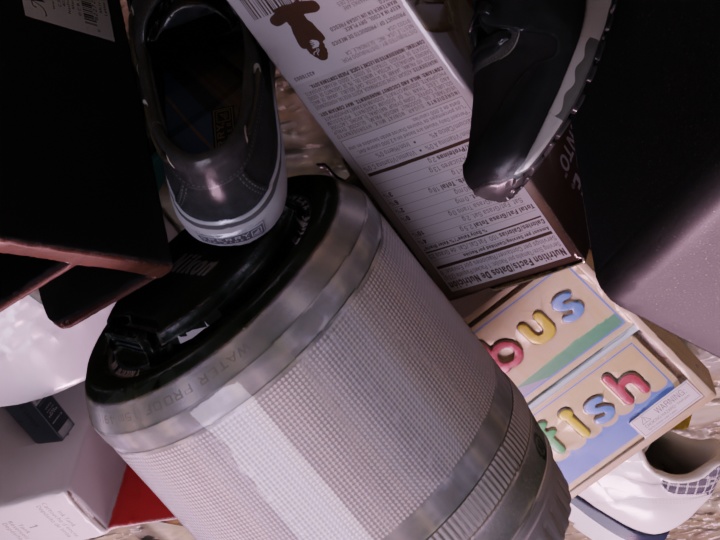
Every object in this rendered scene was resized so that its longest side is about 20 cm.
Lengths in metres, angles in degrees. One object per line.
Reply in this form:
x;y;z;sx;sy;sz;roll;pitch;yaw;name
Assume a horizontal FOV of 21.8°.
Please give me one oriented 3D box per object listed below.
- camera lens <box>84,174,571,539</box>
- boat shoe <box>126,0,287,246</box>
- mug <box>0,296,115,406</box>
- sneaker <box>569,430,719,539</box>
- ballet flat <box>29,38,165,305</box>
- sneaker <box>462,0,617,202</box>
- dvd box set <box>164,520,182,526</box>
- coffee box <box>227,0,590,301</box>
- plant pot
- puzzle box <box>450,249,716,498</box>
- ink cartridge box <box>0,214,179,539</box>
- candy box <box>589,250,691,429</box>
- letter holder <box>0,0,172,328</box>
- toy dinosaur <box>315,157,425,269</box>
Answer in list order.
-0.016;0.070;0.857;0.159;0.161;0.200;-24;115;35;camera lens
-0.069;-0.104;0.822;0.068;0.202;0.057;-15;144;2;boat shoe
-0.217;-0.038;0.965;0.198;0.148;0.177;-14;124;12;mug
0.107;0.081;1.043;0.198;0.077;0.081;27;132;-11;sneaker
-0.106;-0.074;0.890;0.063;0.201;0.067;29;168;11;ballet flat
0.063;-0.129;0.774;0.087;0.202;0.076;21;165;-6;sneaker
-0.059;0.126;1.162;0.199;0.030;0.146;-17;157;34;dvd box set
0.031;-0.101;0.840;0.079;0.115;0.200;-17;124;34;coffee box
0.193;-0.064;0.761;0.198;0.201;0.177;25;131;-27;plant pot
0.070;0.076;0.981;0.200;0.026;0.133;-39;117;20;puzzle box
-0.124;0.051;1.009;0.175;0.201;0.045;-16;133;29;ink cartridge box
0.115;0.023;1.025;0.101;0.027;0.201;6;147;27;candy box
-0.181;-0.071;0.828;0.141;0.202;0.100;-28;156;36;letter holder
0.000;0.000;0.970;0.087;0.048;0.202;-21;109;1;toy dinosaur
